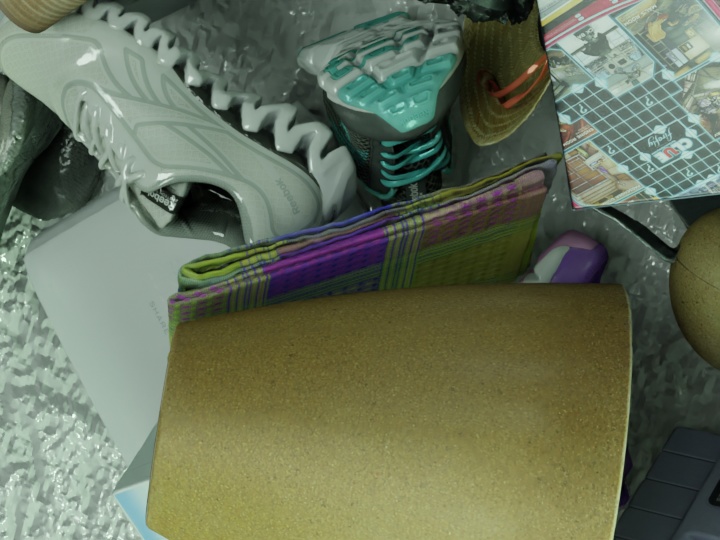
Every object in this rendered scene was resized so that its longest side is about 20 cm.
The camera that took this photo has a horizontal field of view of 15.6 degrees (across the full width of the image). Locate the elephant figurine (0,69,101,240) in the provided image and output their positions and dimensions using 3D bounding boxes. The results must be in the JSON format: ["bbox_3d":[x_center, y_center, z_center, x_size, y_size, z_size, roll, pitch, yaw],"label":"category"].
[{"bbox_3d":[-0.211,-0.082,1.462,0.200,0.142,0.155,-36,108,14],"label":"elephant figurine"}]

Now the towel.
[{"bbox_3d":[0.000,0.000,1.279,0.199,0.144,0.023,-18,73,-9],"label":"towel"}]

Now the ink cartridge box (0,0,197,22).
[{"bbox_3d":[-0.129,-0.238,1.371,0.145,0.145,0.201,-21,86,31],"label":"ink cartridge box"}]

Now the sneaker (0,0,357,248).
[{"bbox_3d":[-0.102,-0.068,1.294,0.200,0.081,0.075,29,149,12],"label":"sneaker"}]

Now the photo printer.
[{"bbox_3d":[-0.067,0.014,1.411,0.200,0.069,0.167,-27,90,30],"label":"photo printer"}]

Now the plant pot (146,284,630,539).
[{"bbox_3d":[0.008,0.083,1.192,0.199,0.186,0.187,9,104,-2],"label":"plant pot"}]

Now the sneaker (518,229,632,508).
[{"bbox_3d":[0.101,0.080,1.329,0.088,0.080,0.201,19,107,16],"label":"sneaker"}]

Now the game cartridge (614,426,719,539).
[{"bbox_3d":[0.217,0.138,1.239,0.200,0.130,0.038,12,139,28],"label":"game cartridge"}]

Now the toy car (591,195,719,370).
[{"bbox_3d":[0.202,-0.005,1.216,0.200,0.164,0.158,31,112,37],"label":"toy car"}]

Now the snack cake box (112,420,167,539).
[{"bbox_3d":[-0.032,0.150,1.350,0.067,0.115,0.200,-21,112,31],"label":"snack cake box"}]

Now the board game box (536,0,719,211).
[{"bbox_3d":[0.177,-0.103,1.121,0.199,0.035,0.136,-5,102,25],"label":"board game box"}]

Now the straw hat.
[{"bbox_3d":[0.123,-0.145,1.269,0.085,0.201,0.201,16,111,-16],"label":"straw hat"}]

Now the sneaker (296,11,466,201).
[{"bbox_3d":[0.023,-0.075,1.303,0.077,0.200,0.091,-21,101,-1],"label":"sneaker"}]

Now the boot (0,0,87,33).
[{"bbox_3d":[-0.149,-0.234,1.265,0.155,0.074,0.200,-38,83,24],"label":"boot"}]

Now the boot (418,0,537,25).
[{"bbox_3d":[0.069,-0.218,1.252,0.073,0.198,0.163,12,116,-12],"label":"boot"}]
